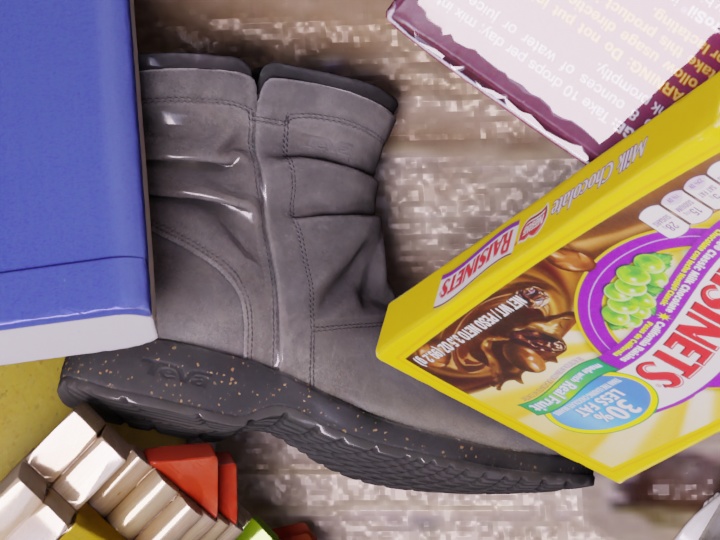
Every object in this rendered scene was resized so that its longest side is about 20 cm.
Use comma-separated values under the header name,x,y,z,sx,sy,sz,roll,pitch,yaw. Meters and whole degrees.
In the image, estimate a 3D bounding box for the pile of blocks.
name,x,y,z,sx,sy,sz,roll,pitch,yaw
pile of blocks,-0.050,0.097,0.939,0.062,0.200,0.082,-45,59,6

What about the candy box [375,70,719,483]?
name,x,y,z,sx,sy,sz,roll,pitch,yaw
candy box,0.094,0.008,0.851,0.102,0.027,0.200,26,150,-18

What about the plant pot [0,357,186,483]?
name,x,y,z,sx,sy,sz,roll,pitch,yaw
plant pot,-0.169,0.045,0.967,0.198,0.142,0.202,3,104,11

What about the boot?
name,x,y,z,sx,sy,sz,roll,pitch,yaw
boot,0.000,0.000,0.952,0.199,0.070,0.133,16,75,-23

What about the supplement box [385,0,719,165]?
name,x,y,z,sx,sy,sz,roll,pitch,yaw
supplement box,0.112,-0.139,0.867,0.103,0.131,0.201,35,107,2

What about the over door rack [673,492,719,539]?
name,x,y,z,sx,sy,sz,roll,pitch,yaw
over door rack,0.186,0.104,0.899,0.147,0.067,0.200,35,146,1

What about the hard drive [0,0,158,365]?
name,x,y,z,sx,sy,sz,roll,pitch,yaw
hard drive,-0.138,-0.059,0.914,0.131,0.025,0.201,-8,58,1
